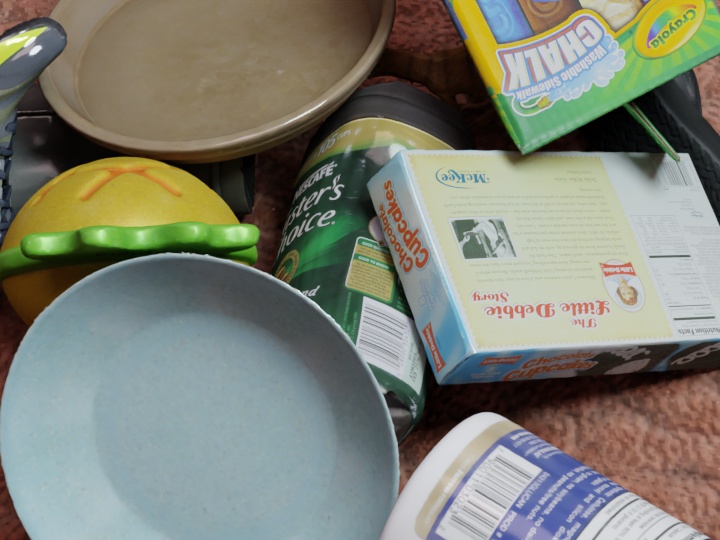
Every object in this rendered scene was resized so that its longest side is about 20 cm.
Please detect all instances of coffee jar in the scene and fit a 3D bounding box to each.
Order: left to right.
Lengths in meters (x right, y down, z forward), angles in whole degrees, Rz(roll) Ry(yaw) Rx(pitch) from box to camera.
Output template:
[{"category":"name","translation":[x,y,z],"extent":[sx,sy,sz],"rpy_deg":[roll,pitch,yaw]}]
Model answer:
[{"category":"coffee jar","translation":[0.000,0.000,1.181],"extent":[0.085,0.104,0.200],"rpy_deg":[26,50,-15]}]

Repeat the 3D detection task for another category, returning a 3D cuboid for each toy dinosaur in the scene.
[{"category":"toy dinosaur","translation":[0.089,-0.115,1.267],"extent":[0.199,0.106,0.061],"rpy_deg":[-12,55,1]}]

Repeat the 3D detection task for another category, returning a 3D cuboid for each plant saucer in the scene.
[{"category":"plant saucer","translation":[-0.074,0.084,1.090],"extent":[0.201,0.201,0.039],"rpy_deg":[14,19,11]},{"category":"plant saucer","translation":[-0.077,-0.124,1.230],"extent":[0.200,0.030,0.200],"rpy_deg":[-7,44,7]}]

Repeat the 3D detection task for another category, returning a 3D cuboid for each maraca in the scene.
[{"category":"maraca","translation":[-0.118,-0.006,1.147],"extent":[0.137,0.200,0.107],"rpy_deg":[-6,85,-11]}]

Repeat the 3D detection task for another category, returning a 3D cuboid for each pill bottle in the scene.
[{"category":"pill bottle","translation":[0.113,0.159,1.037],"extent":[0.200,0.111,0.111],"rpy_deg":[30,58,22]}]

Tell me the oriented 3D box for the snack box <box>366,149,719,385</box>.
[{"category":"snack box","translation":[0.108,-0.004,1.161],"extent":[0.200,0.037,0.116],"rpy_deg":[-1,60,-35]}]

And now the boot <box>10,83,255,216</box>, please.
[{"category":"boot","translation":[-0.161,-0.096,1.292],"extent":[0.199,0.073,0.182],"rpy_deg":[-4,50,6]}]

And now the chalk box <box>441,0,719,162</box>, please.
[{"category":"chalk box","translation":[0.108,-0.142,1.178],"extent":[0.124,0.200,0.125],"rpy_deg":[-26,9,3]}]

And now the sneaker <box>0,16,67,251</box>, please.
[{"category":"sneaker","translation":[-0.208,-0.046,1.200],"extent":[0.081,0.200,0.074],"rpy_deg":[34,15,-7]}]

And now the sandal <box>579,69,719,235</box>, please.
[{"category":"sandal","translation":[0.168,-0.087,1.282],"extent":[0.048,0.075,0.201],"rpy_deg":[-6,55,-37]}]
